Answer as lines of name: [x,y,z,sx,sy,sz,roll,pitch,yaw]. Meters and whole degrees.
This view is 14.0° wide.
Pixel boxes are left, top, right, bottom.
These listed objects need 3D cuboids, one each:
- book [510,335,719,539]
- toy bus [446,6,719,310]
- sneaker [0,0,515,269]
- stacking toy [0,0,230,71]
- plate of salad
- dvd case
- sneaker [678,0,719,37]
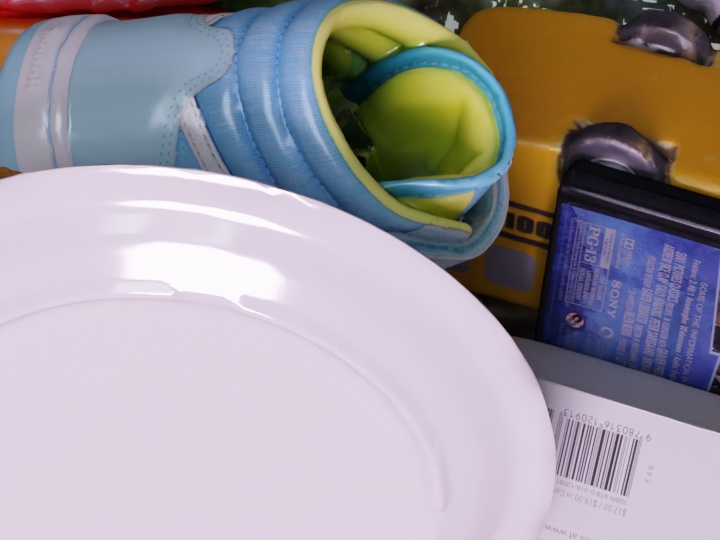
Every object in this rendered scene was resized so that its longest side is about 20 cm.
book: [0.080,0.133,0.833,0.133,0.048,0.201,17,110,14]
toy bus: [0.113,-0.016,0.841,0.199,0.065,0.079,16,134,12]
sneaker: [0.000,0.000,0.808,0.130,0.200,0.080,-8,54,27]
stacking toy: [-0.079,-0.030,0.888,0.109,0.116,0.201,1,102,12]
plate of salad: [-0.047,0.039,0.777,0.199,0.201,0.048,-5,44,11]
dvd case: [0.142,0.053,0.826,0.199,0.018,0.143,17,131,12]
sneaker: [0.107,-0.122,0.857,0.199,0.066,0.091,27,78,3]
